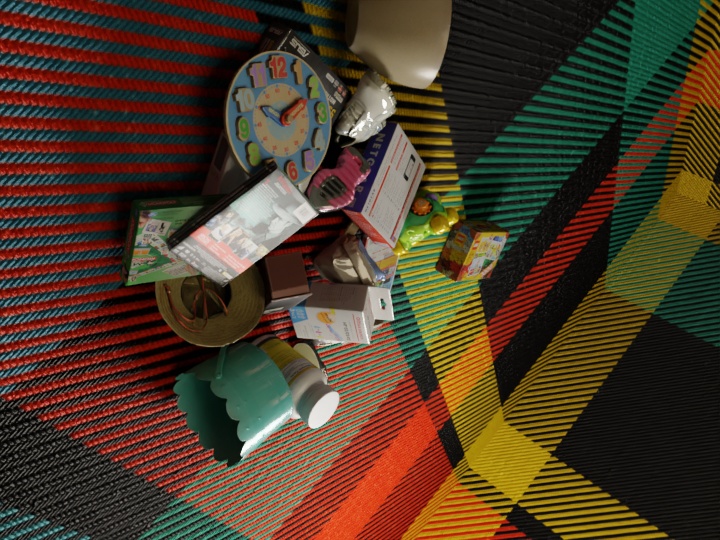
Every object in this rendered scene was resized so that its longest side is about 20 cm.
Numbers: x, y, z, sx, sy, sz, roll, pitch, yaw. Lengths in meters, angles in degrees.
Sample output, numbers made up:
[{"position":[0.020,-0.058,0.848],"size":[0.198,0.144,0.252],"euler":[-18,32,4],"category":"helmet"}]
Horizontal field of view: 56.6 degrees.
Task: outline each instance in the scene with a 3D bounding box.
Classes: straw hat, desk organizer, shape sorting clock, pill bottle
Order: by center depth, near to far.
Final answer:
[{"position":[-0.117,-0.223,0.996],"size":[0.199,0.039,0.201],"euler":[-4,96,-44],"category":"shape sorting clock"},{"position":[-0.265,0.044,1.109],"size":[0.201,0.202,0.085],"euler":[-22,174,-44],"category":"straw hat"},{"position":[-0.149,0.026,1.211],"size":[0.071,0.077,0.200],"euler":[-10,173,-18],"category":"desk organizer"},{"position":[-0.141,0.222,1.336],"size":[0.112,0.200,0.113],"euler":[-35,142,-32],"category":"pill bottle"}]

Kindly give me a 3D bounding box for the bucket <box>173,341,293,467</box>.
[{"position":[-0.232,0.239,1.232],"size":[0.135,0.207,0.208],"euler":[-32,140,-39],"category":"bucket"}]

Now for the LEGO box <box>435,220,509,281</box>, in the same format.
[{"position":[0.310,-0.056,1.842],"size":[0.200,0.077,0.149],"euler":[-5,122,-53],"category":"LEGO box"}]

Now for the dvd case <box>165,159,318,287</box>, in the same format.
[{"position":[-0.174,-0.065,1.015],"size":[0.200,0.022,0.146],"euler":[-36,148,5],"category":"dvd case"}]

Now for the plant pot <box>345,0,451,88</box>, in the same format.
[{"position":[0.050,-0.406,1.094],"size":[0.134,0.201,0.201],"euler":[0,123,-15],"category":"plant pot"}]

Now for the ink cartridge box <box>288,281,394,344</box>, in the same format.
[{"position":[-0.038,0.087,1.360],"size":[0.115,0.199,0.068],"euler":[78,19,-49],"category":"ink cartridge box"}]

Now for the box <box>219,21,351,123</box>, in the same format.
[{"position":[-0.114,-0.276,1.082],"size":[0.159,0.048,0.200],"euler":[-59,149,0],"category":"box"}]

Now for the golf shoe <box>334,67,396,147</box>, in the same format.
[{"position":[0.002,-0.270,1.166],"size":[0.097,0.078,0.200],"euler":[-40,173,-15],"category":"golf shoe"}]

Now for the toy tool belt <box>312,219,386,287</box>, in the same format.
[{"position":[0.000,0.000,1.407],"size":[0.123,0.125,0.200],"euler":[-51,129,-21],"category":"toy tool belt"}]

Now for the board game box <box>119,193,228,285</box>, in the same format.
[{"position":[-0.255,-0.050,1.014],"size":[0.199,0.029,0.135],"euler":[-10,135,-42],"category":"board game box"}]

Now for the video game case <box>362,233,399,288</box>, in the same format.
[{"position":[0.039,-0.011,1.559],"size":[0.143,0.017,0.201],"euler":[-21,133,-45],"category":"video game case"}]

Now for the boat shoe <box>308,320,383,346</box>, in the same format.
[{"position":[-0.038,0.127,1.523],"size":[0.199,0.075,0.073],"euler":[-4,140,-36],"category":"boat shoe"}]

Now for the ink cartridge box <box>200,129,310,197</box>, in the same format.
[{"position":[-0.169,-0.131,1.084],"size":[0.173,0.044,0.200],"euler":[-10,137,-44],"category":"ink cartridge box"}]

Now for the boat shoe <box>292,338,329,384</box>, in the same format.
[{"position":[-0.115,0.227,1.513],"size":[0.063,0.073,0.202],"euler":[-67,156,-47],"category":"boat shoe"}]

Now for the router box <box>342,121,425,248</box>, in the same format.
[{"position":[0.053,-0.172,1.361],"size":[0.179,0.049,0.201],"euler":[43,66,-58],"category":"router box"}]

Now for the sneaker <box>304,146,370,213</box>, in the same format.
[{"position":[-0.055,-0.148,1.212],"size":[0.095,0.079,0.200],"euler":[-32,-169,36],"category":"sneaker"}]

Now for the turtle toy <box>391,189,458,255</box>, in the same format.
[{"position":[0.135,-0.120,1.496],"size":[0.145,0.101,0.200],"euler":[-29,-175,29],"category":"turtle toy"}]
